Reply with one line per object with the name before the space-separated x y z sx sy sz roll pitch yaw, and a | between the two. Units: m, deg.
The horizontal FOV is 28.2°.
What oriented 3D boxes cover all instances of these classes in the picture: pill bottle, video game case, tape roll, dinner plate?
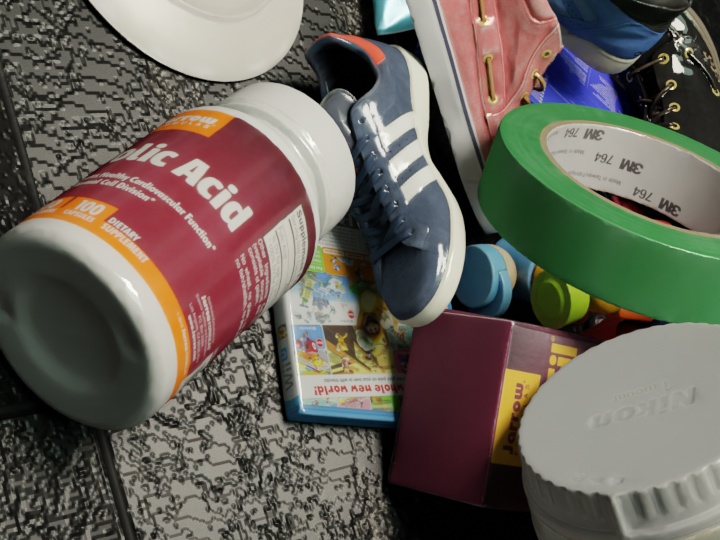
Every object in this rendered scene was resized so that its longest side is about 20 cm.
pill bottle | -0.092 -0.017 0.754 0.114 0.114 0.200 54 43 -8
video game case | 0.000 0.000 0.905 0.142 0.018 0.201 10 63 -41
tape roll | 0.173 -0.038 0.885 0.199 0.048 0.201 15 27 -8
dinner plate | -0.109 -0.215 0.905 0.199 0.024 0.202 21 57 -35

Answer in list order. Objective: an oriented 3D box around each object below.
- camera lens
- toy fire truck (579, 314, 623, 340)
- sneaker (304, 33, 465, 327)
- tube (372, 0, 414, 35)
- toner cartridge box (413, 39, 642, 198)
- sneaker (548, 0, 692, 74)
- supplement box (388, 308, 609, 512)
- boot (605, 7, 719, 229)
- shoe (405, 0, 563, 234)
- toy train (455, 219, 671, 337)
camera lens | 0.186 0.151 0.797 0.160 0.159 0.201 -52 127 -45
toy fire truck | 0.227 0.085 1.056 0.200 0.049 0.142 -26 90 -49
sneaker | 0.004 -0.060 0.874 0.084 0.075 0.201 17 48 -39
tube | 0.028 -0.260 1.031 0.077 0.050 0.201 -11 70 -6
toner cartridge box | 0.132 -0.141 1.084 0.200 0.043 0.095 39 48 -23
sneaker | 0.135 -0.217 0.978 0.199 0.111 0.077 28 55 -15
supplement box | 0.123 0.094 0.898 0.199 0.085 0.111 13 86 -40
boot | 0.223 -0.118 1.078 0.200 0.073 0.151 54 42 -16
shoe | 0.096 -0.121 0.953 0.072 0.090 0.201 -98 170 -61
toy train | 0.161 0.014 0.929 0.115 0.199 0.085 -7 106 -39
